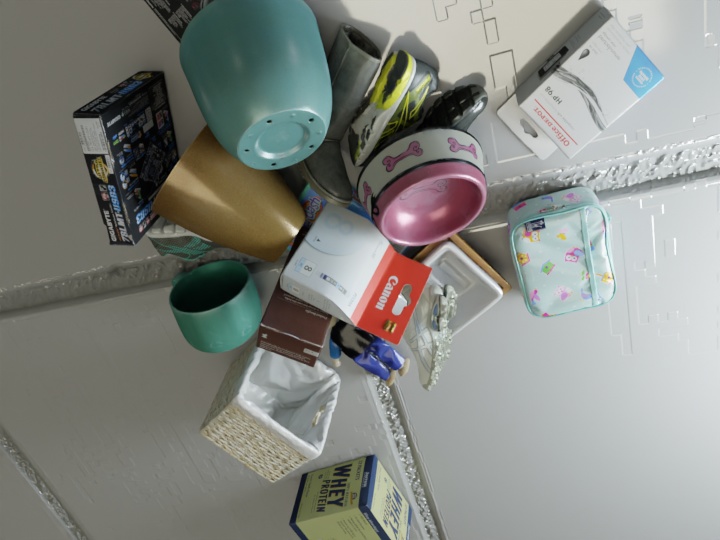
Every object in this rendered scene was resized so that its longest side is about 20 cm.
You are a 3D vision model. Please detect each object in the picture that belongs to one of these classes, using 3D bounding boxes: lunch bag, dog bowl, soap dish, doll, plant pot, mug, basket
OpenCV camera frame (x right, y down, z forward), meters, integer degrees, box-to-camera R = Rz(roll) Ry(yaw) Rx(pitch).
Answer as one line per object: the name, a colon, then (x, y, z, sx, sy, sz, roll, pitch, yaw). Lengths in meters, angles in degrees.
lunch bag: (0.325, -0.028, 1.000, 0.157, 0.078, 0.203, -12, 119, 17)
dog bowl: (0.096, -0.113, 0.917, 0.196, 0.075, 0.201, -12, 151, -7)
soap dish: (0.134, 0.031, 1.068, 0.157, 0.082, 0.200, 39, 120, -15)
doll: (-0.005, 0.142, 1.182, 0.199, 0.049, 0.136, 40, 119, -16)
plant pot: (-0.187, -0.108, 0.967, 0.199, 0.188, 0.187, 37, 121, -12)
plant pot: (-0.127, -0.237, 0.836, 0.196, 0.164, 0.201, -18, 159, -7)
mug: (-0.257, 0.065, 1.131, 0.149, 0.186, 0.116, -19, 124, -7)
basket: (-0.169, 0.258, 1.199, 0.199, 0.200, 0.161, 37, 125, -15)

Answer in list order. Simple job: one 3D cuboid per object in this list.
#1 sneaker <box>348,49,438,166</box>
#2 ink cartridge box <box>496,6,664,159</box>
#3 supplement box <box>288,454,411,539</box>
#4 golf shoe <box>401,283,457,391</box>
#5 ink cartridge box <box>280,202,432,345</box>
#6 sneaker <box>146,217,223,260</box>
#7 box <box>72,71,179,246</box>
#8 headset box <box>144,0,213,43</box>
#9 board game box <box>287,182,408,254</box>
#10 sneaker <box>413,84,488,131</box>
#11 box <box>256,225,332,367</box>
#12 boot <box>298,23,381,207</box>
sneaker: (0.048, -0.225, 0.926, 0.083, 0.076, 0.201, 6, 143, -28)
ink cartridge box: (0.300, -0.244, 0.874, 0.115, 0.067, 0.200, 38, 120, -16)
supplement box: (-0.016, 0.549, 1.390, 0.197, 0.135, 0.202, -21, 117, 21)
golf shoe: (0.104, 0.106, 1.043, 0.095, 0.078, 0.204, 15, 120, 21)
ink cartridge box: (0.000, 0.000, 0.949, 0.197, 0.162, 0.048, 25, 145, 7)
sneaker: (-0.285, -0.059, 1.101, 0.195, 0.079, 0.092, 6, 139, 10)
box: (-0.340, -0.174, 0.949, 0.048, 0.201, 0.202, 5, 124, 8)
headset box: (-0.178, -0.388, 0.860, 0.198, 0.076, 0.149, -32, 113, 26)
board game box: (-0.031, -0.061, 1.060, 0.198, 0.045, 0.153, 34, 122, -12)
sneaker: (0.120, -0.197, 0.945, 0.079, 0.076, 0.199, 30, 127, -31)
box: (-0.084, 0.037, 0.981, 0.098, 0.203, 0.075, 20, 142, -2)
boot: (-0.023, -0.222, 0.906, 0.201, 0.072, 0.183, -49, 63, 29)
